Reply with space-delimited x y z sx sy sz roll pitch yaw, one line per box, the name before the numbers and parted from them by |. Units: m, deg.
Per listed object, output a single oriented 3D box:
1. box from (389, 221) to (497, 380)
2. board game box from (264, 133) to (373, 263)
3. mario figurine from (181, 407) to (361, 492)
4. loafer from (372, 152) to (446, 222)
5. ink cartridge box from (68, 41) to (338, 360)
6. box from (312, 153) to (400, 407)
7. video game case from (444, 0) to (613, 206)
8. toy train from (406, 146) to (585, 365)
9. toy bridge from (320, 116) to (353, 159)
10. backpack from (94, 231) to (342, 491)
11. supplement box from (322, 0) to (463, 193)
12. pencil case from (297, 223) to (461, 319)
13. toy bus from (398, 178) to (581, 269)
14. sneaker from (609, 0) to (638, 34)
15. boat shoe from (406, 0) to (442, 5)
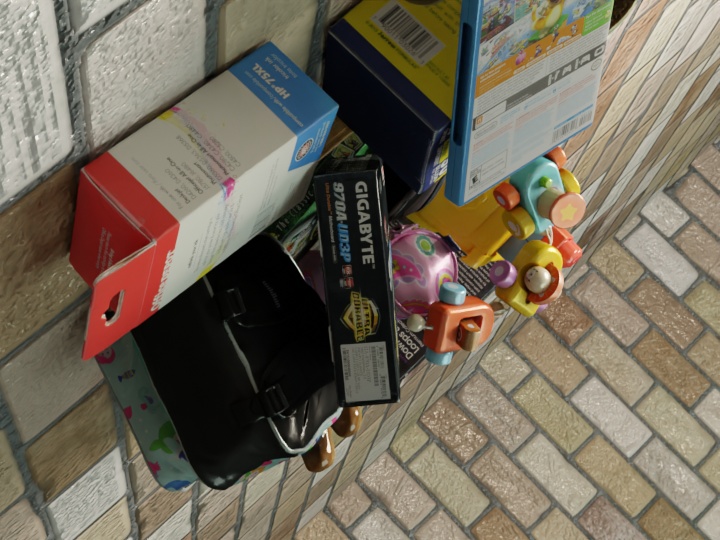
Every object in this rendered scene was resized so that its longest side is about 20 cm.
box | 0.059 -0.003 1.422 0.200 0.143 0.036 -43 169 -8
board game box | -0.044 -0.048 1.208 0.200 0.023 0.105 -48 167 12
mario figurine | -0.099 0.140 1.181 0.199 0.106 0.124 10 95 -31
loafer | 0.047 -0.104 1.135 0.063 0.072 0.200 -41 164 -34
ink cartridge box | -0.114 -0.043 0.874 0.200 0.067 0.116 -39 167 -30
box | 0.000 0.000 1.018 0.046 0.160 0.200 -5 -173 2
video game case | 0.117 -0.150 0.927 0.143 0.018 0.201 -32 143 -30
toy train | 0.124 -0.010 1.170 0.150 0.056 0.201 -1 113 -40
toy bridge | -0.056 -0.078 1.037 0.200 0.027 0.067 -39 177 -39
backpack | -0.096 0.064 1.047 0.150 0.178 0.200 -25 -178 23
supplement box | 0.080 -0.172 1.006 0.200 0.110 0.109 -42 168 -16
pencil case | 0.005 0.009 1.260 0.087 0.088 0.200 -39 -168 -28
toy bus | 0.126 -0.067 1.309 0.136 0.192 0.200 -49 173 11
sneaker | 0.256 -0.279 1.343 0.200 0.067 0.090 -51 162 11
boat shoe | 0.097 -0.250 0.891 0.201 0.072 0.066 -53 160 14
